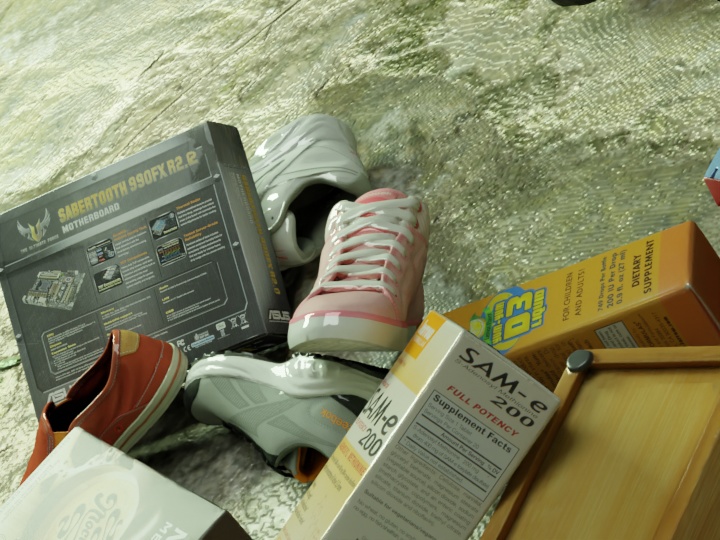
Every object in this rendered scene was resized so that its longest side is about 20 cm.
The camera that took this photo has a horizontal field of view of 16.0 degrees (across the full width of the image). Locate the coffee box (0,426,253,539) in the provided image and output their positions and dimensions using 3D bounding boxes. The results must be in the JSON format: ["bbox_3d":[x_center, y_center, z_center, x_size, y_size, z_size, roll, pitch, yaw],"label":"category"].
[{"bbox_3d":[-0.150,0.188,1.627,0.113,0.080,0.200,-48,34,-16],"label":"coffee box"}]

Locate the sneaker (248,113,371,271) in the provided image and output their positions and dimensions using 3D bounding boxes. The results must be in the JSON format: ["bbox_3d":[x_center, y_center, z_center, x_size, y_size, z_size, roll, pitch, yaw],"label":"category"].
[{"bbox_3d":[-0.078,-0.028,1.828,0.200,0.078,0.100,-38,37,4],"label":"sneaker"}]

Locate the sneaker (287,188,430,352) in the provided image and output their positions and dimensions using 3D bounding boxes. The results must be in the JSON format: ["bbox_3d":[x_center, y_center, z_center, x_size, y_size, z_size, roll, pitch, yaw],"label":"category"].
[{"bbox_3d":[0.000,0.000,1.603,0.075,0.105,0.200,1,0,11],"label":"sneaker"}]

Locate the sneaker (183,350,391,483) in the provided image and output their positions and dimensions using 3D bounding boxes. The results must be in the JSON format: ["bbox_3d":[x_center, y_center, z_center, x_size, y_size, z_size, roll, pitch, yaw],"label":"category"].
[{"bbox_3d":[-0.054,0.096,1.658,0.200,0.074,0.080,-1,76,53],"label":"sneaker"}]

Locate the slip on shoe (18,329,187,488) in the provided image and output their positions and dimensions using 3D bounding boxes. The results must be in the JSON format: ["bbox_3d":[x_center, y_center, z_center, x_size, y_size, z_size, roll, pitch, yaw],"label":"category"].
[{"bbox_3d":[-0.199,0.118,1.750,0.200,0.061,0.074,-50,23,17],"label":"slip on shoe"}]

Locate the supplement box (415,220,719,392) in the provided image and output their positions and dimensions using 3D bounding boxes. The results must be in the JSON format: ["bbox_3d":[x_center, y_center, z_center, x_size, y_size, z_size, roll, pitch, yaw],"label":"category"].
[{"bbox_3d":[0.127,0.043,1.552,0.199,0.069,0.067,-24,33,26],"label":"supplement box"}]

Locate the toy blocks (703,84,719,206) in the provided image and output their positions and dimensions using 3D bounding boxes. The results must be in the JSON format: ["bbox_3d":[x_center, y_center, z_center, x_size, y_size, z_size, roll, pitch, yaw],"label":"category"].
[{"bbox_3d":[0.287,-0.094,1.557,0.199,0.100,0.137,15,72,52],"label":"toy blocks"}]

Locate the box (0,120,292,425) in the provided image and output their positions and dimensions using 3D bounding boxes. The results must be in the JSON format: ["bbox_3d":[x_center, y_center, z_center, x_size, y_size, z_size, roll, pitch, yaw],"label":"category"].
[{"bbox_3d":[-0.157,0.005,1.803,0.199,0.048,0.159,-23,76,23],"label":"box"}]

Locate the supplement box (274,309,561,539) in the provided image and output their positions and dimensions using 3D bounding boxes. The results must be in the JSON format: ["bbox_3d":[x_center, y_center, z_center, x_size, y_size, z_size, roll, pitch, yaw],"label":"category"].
[{"bbox_3d":[0.021,0.128,1.463,0.201,0.073,0.126,-56,8,-1],"label":"supplement box"}]

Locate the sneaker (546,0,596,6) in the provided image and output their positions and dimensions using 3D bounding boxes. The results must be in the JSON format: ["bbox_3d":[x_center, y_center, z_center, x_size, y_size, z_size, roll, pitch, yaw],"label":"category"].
[{"bbox_3d":[0.145,-0.246,1.893,0.115,0.076,0.201,-22,28,38],"label":"sneaker"}]

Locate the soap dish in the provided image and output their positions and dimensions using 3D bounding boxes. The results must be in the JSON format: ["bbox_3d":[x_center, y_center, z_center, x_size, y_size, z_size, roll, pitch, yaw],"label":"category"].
[{"bbox_3d":[0.154,0.127,1.410,0.157,0.081,0.201,-3,46,42],"label":"soap dish"}]
